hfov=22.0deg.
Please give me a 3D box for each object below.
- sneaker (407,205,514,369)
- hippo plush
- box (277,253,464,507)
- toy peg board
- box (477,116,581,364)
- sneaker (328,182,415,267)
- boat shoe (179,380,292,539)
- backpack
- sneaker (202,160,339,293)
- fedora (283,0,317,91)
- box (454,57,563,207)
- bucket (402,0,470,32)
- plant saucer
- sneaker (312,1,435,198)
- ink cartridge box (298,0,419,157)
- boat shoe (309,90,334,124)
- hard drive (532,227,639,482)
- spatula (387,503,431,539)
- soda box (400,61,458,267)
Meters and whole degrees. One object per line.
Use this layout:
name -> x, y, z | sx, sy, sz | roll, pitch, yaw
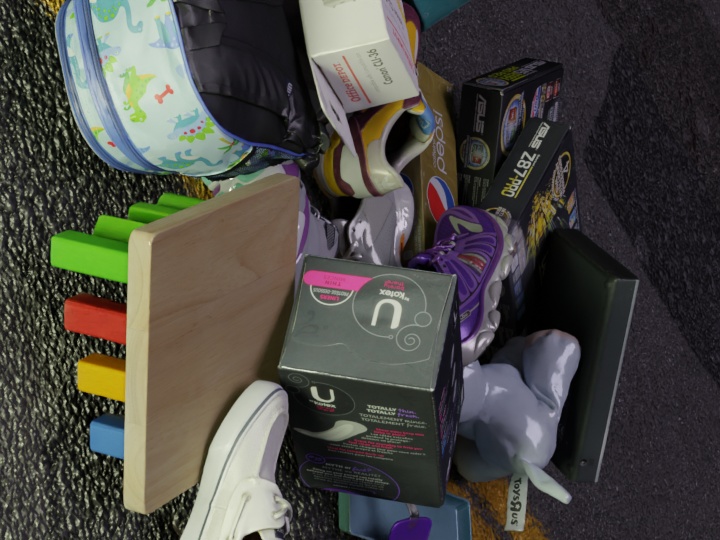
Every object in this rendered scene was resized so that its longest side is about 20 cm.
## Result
sneaker -> 0.077, 0.000, 1.571 | 0.083, 0.081, 0.200 | 42, 29, -20
hippo plush -> 0.089, 0.117, 1.655 | 0.160, 0.159, 0.201 | 27, 51, -20
box -> 0.013, 0.088, 1.442 | 0.200, 0.122, 0.106 | 83, 17, -58
toy peg board -> -0.137, 0.039, 1.332 | 0.200, 0.098, 0.200 | -27, 125, -58
box -> 0.159, -0.021, 1.777 | 0.161, 0.049, 0.200 | -56, 151, -33
sneaker -> 0.000, 0.000, 1.603 | 0.092, 0.076, 0.201 | 23, 50, -44
boat shoe -> -0.081, 0.178, 1.317 | 0.201, 0.070, 0.071 | -68, 158, -17
backpack -> -0.135, -0.153, 1.355 | 0.200, 0.146, 0.184 | 3, 72, -70
sneaker -> -0.065, -0.054, 1.514 | 0.140, 0.078, 0.201 | 15, 74, -57
fedora -> -0.078, -0.232, 1.543 | 0.177, 0.090, 0.201 | 22, 54, -53
box -> 0.140, -0.096, 1.807 | 0.160, 0.044, 0.201 | -28, 127, -60
bucket -> 0.055, -0.326, 1.681 | 0.207, 0.135, 0.207 | 50, -3, 3
plant saucer -> 0.040, 0.214, 1.613 | 0.200, 0.019, 0.070 | 27, 54, -50
sneaker -> 0.032, -0.145, 1.585 | 0.075, 0.090, 0.201 | 49, 52, -47
ink cartridge box -> -0.004, -0.203, 1.453 | 0.116, 0.067, 0.201 | 49, 30, -68
boat shoe -> -0.030, -0.216, 1.641 | 0.060, 0.075, 0.201 | 20, 73, -54
hard drive -> 0.199, 0.076, 1.725 | 0.033, 0.140, 0.201 | 2, 110, -19
spatula -> 0.039, 0.169, 1.562 | 0.056, 0.020, 0.201 | 1, 91, -50
soda box -> 0.047, -0.087, 1.711 | 0.068, 0.064, 0.201 | 27, 54, -51
